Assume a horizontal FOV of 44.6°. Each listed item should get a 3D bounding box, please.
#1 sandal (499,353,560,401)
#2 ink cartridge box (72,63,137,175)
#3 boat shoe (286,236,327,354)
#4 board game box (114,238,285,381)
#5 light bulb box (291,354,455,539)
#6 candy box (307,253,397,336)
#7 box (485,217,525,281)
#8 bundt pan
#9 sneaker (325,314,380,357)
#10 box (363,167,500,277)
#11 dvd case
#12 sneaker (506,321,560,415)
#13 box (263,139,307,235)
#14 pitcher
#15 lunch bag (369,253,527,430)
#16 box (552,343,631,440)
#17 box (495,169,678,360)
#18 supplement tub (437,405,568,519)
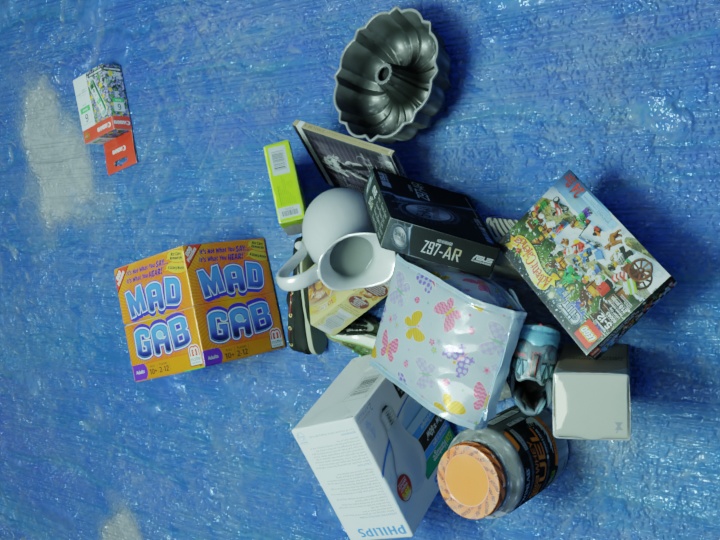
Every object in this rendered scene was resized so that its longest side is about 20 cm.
[{"bbox_3d":[0.202,0.149,1.281,0.200,0.082,0.051,-27,36,30],"label":"sandal"},{"bbox_3d":[-0.525,-0.308,1.803,0.107,0.050,0.205,-14,86,38],"label":"ink cartridge box"},{"bbox_3d":[-0.099,0.042,1.494,0.062,0.073,0.207,2,101,29],"label":"boat shoe"},{"bbox_3d":[-0.285,0.069,1.564,0.197,0.198,0.205,-15,86,38],"label":"board game box"},{"bbox_3d":[0.031,0.256,1.307,0.123,0.198,0.203,-17,108,37],"label":"light bulb box"},{"bbox_3d":[0.000,0.000,1.383,0.199,0.055,0.117,-37,42,29],"label":"candy box"},{"bbox_3d":[0.263,-0.021,1.189,0.196,0.082,0.070,8,78,36],"label":"box"},{"bbox_3d":[0.056,-0.282,1.313,0.199,0.075,0.207,-12,72,39],"label":"bundt pan"},{"bbox_3d":[0.020,0.132,1.421,0.197,0.076,0.091,14,121,41],"label":"sneaker"},{"bbox_3d":[0.092,-0.070,1.211,0.201,0.157,0.044,-103,31,-64],"label":"box"},{"bbox_3d":[-0.004,-0.160,1.366,0.197,0.149,0.016,22,68,34],"label":"dvd case"},{"bbox_3d":[0.219,0.149,1.158,0.077,0.201,0.097,6,61,15],"label":"sneaker"},{"bbox_3d":[-0.116,-0.128,1.420,0.046,0.200,0.125,-12,86,-2],"label":"box"},{"bbox_3d":[-0.045,-0.037,1.266,0.167,0.201,0.124,-15,115,-3],"label":"pitcher"},{"bbox_3d":[0.123,0.090,1.154,0.199,0.125,0.174,32,115,47],"label":"lunch bag"},{"bbox_3d":[0.294,0.148,1.107,0.093,0.200,0.080,-1,95,16],"label":"box"},{"bbox_3d":[0.278,-0.010,1.099,0.137,0.037,0.201,-45,54,14],"label":"box"},{"bbox_3d":[0.196,0.263,1.208,0.120,0.198,0.126,6,100,36],"label":"supplement tub"}]
